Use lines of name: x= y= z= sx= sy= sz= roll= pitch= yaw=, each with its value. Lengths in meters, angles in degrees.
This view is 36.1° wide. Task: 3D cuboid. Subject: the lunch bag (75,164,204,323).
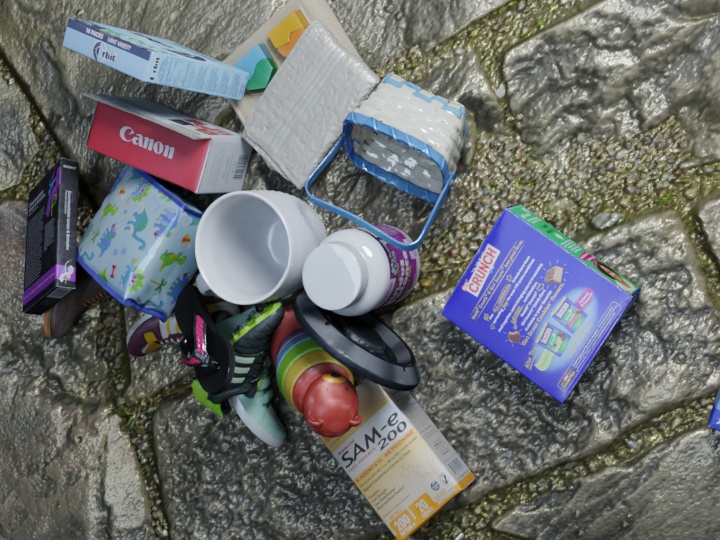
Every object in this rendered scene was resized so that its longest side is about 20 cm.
lunch bag: x=-0.320 y=-0.050 z=1.607 sx=0.199 sy=0.127 sz=0.171 roll=34 pitch=90 yaw=34

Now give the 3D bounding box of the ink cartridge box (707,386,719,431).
ink cartridge box: x=0.508 y=0.147 z=1.335 sx=0.135 sy=0.076 sz=0.203 roll=21 pitch=104 yaw=19

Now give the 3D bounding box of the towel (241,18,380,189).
towel: x=-0.070 y=-0.224 z=1.523 sx=0.132 sy=0.034 sz=0.201 roll=44 pitch=112 yaw=12

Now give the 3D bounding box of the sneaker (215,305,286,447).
sneaker: x=-0.135 y=0.151 z=1.592 sx=0.117 sy=0.074 sz=0.202 roll=-31 pitch=98 yaw=5

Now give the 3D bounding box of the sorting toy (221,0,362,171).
sorting toy: x=-0.097 y=-0.270 z=1.564 sx=0.199 sy=0.036 sz=0.187 roll=-35 pitch=81 yaw=21

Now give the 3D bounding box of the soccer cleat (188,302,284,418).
soccer cleat: x=-0.154 y=0.122 z=1.516 sx=0.081 sy=0.068 sz=0.200 roll=42 pitch=117 yaw=-4

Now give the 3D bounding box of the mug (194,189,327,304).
mug: x=-0.142 y=-0.023 z=1.529 sx=0.199 sy=0.175 sz=0.149 roll=-32 pitch=82 yaw=22

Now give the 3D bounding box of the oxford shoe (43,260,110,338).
oxford shoe: x=-0.424 y=0.030 z=1.706 sx=0.072 sy=0.071 sz=0.202 roll=34 pitch=105 yaw=12

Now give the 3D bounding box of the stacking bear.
stacking bear: x=-0.055 y=0.147 z=1.483 sx=0.119 sy=0.200 sz=0.115 roll=8 pitch=112 yaw=-20

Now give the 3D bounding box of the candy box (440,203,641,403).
candy box: x=0.232 y=0.040 z=1.435 sx=0.199 sy=0.077 sz=0.171 roll=36 pitch=108 yaw=14

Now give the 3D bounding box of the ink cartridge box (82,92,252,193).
ink cartridge box: x=-0.281 y=-0.181 z=1.572 sx=0.197 sy=0.175 sz=0.085 roll=22 pitch=102 yaw=19

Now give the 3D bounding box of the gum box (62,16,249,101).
gum box: x=-0.280 y=-0.291 z=1.531 sx=0.168 sy=0.199 sz=0.045 roll=27 pitch=104 yaw=30

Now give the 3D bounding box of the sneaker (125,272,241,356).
sneaker: x=-0.266 y=0.086 z=1.643 sx=0.199 sy=0.075 sz=0.091 roll=-39 pitch=75 yaw=21

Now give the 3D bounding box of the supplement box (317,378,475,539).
supplement box: x=0.046 y=0.252 z=1.531 sx=0.126 sy=0.073 sz=0.201 roll=-44 pitch=78 yaw=19

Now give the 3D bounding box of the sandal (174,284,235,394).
sandal: x=-0.224 y=0.093 z=1.499 sx=0.076 sy=0.045 sz=0.201 roll=-55 pitch=44 yaw=20

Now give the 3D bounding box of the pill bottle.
pill bottle: x=0.000 y=0.000 z=1.459 sx=0.110 sy=0.199 sz=0.115 roll=2 pitch=96 yaw=22

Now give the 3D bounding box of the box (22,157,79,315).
box: x=-0.466 y=-0.049 z=1.667 sx=0.142 sy=0.036 sz=0.204 roll=-27 pitch=61 yaw=50

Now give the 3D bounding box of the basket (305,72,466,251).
basket: x=0.046 y=-0.139 z=1.444 sx=0.175 sy=0.140 sz=0.201 roll=29 pitch=68 yaw=17

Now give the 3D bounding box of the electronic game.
electronic game: x=-0.004 y=0.093 z=1.469 sx=0.199 sy=0.200 sz=0.042 roll=38 pitch=105 yaw=15
